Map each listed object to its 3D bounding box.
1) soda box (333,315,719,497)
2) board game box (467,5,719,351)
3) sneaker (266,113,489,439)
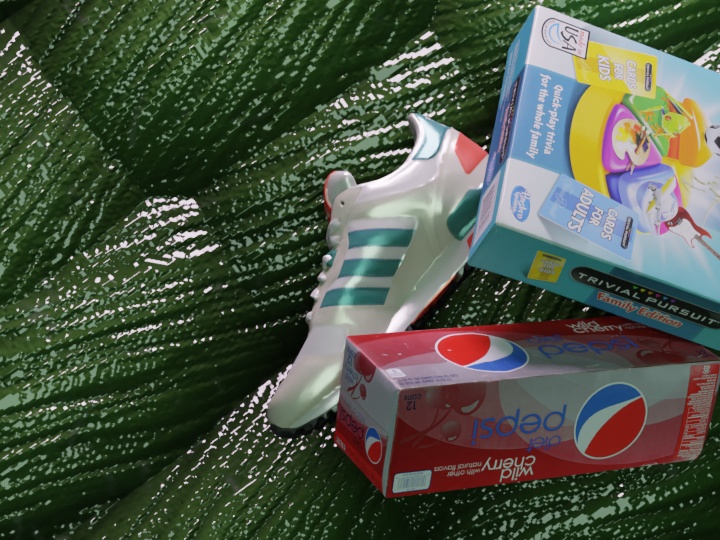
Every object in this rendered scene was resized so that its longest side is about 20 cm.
[{"bbox_3d":[0.090,0.069,0.976,0.199,0.070,0.064,-3,113,-25],"label":"soda box"},{"bbox_3d":[0.169,-0.044,1.003,0.199,0.047,0.152,19,57,-9],"label":"board game box"},{"bbox_3d":[0.000,0.000,1.015,0.093,0.070,0.200,41,81,5],"label":"sneaker"}]
